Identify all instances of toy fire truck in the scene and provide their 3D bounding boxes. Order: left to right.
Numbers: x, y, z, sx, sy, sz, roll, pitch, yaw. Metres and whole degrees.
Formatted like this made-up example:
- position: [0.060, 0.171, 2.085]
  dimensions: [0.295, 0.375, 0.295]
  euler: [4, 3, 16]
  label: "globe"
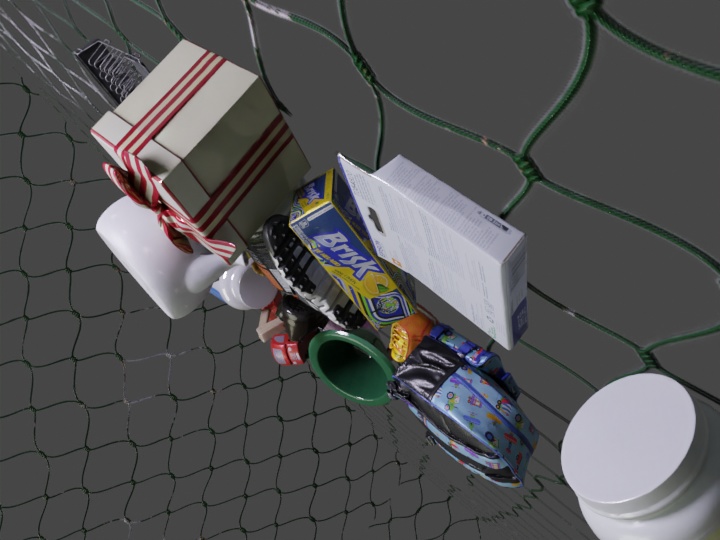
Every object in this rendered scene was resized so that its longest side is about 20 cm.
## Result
- position: [-0.141, 0.100, 1.290]
  dimensions: [0.137, 0.202, 0.050]
  euler: [-8, 120, 19]
  label: "toy fire truck"

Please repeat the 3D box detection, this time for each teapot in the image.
- position: [-0.272, -0.044, 1.005]
  dimensions: [0.201, 0.146, 0.197]
  euler: [49, 163, -7]
  label: "teapot"

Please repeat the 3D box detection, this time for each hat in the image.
- position: [0.019, 0.108, 1.171]
  dimensions: [0.163, 0.178, 0.202]
  euler: [31, 142, 2]
  label: "hat"

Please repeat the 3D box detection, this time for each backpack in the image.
- position: [0.157, 0.190, 0.948]
  dimensions: [0.198, 0.135, 0.184]
  euler: [28, 162, 48]
  label: "backpack"

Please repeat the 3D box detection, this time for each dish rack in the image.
- position: [-0.369, -0.297, 1.141]
  dimensions: [0.198, 0.055, 0.154]
  euler: [31, 164, 40]
  label: "dish rack"

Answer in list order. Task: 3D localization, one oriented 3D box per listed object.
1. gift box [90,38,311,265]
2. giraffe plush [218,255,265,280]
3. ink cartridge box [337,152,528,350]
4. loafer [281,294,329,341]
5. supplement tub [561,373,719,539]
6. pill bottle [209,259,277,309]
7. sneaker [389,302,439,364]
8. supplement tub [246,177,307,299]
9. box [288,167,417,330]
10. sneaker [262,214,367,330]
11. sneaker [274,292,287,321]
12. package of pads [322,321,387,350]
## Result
- position: [-0.186, -0.132, 0.822]
  dimensions: [0.198, 0.188, 0.186]
  euler: [32, 165, 39]
  label: "gift box"
- position: [-0.174, -0.058, 1.139]
  dimensions: [0.157, 0.173, 0.205]
  euler: [11, 125, 17]
  label: "giraffe plush"
- position: [0.079, -0.026, 0.697]
  dimensions: [0.198, 0.041, 0.201]
  euler: [37, 166, 27]
  label: "ink cartridge box"
- position: [-0.071, 0.053, 1.125]
  dimensions: [0.072, 0.073, 0.199]
  euler: [25, -153, 20]
  label: "loafer"
- position: [0.277, 0.202, 0.599]
  dimensions: [0.200, 0.146, 0.144]
  euler: [46, 167, -19]
  label: "supplement tub"
- position: [-0.234, 0.011, 1.341]
  dimensions: [0.113, 0.113, 0.198]
  euler: [49, 165, -31]
  label: "pill bottle"
- position: [0.076, 0.097, 1.029]
  dimensions: [0.072, 0.077, 0.201]
  euler: [35, 164, 30]
  label: "sneaker"
- position: [-0.100, -0.048, 0.983]
  dimensions: [0.121, 0.123, 0.201]
  euler: [33, 165, 32]
  label: "supplement tub"
- position: [-0.005, -0.022, 0.854]
  dimensions: [0.201, 0.063, 0.071]
  euler: [50, -154, -33]
  label: "box"
- position: [-0.071, 0.002, 0.895]
  dimensions: [0.089, 0.067, 0.200]
  euler: [17, 156, 49]
  label: "sneaker"
- position: [-0.070, 0.053, 1.207]
  dimensions: [0.089, 0.071, 0.199]
  euler: [33, -159, 12]
  label: "sneaker"
- position: [-0.023, 0.119, 1.403]
  dimensions: [0.120, 0.076, 0.201]
  euler: [37, 166, 32]
  label: "package of pads"
